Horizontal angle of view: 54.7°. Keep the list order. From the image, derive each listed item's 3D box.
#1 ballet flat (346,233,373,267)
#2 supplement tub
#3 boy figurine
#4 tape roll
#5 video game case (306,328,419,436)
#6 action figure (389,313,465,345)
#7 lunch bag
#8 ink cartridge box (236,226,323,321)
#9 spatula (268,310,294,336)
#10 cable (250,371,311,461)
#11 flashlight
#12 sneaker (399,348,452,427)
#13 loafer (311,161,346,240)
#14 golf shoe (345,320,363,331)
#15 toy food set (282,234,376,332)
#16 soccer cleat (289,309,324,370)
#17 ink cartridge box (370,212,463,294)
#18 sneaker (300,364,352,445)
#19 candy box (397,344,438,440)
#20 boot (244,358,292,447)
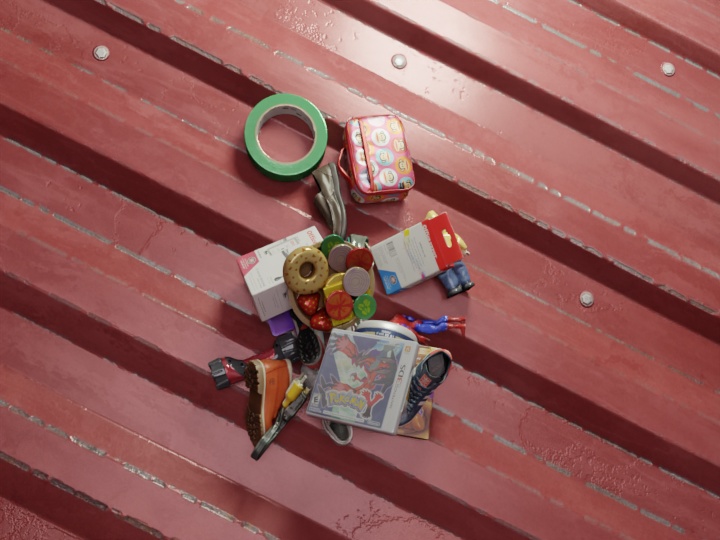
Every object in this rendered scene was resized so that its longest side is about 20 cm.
[{"bbox_3d":[0.000,0.000,1.569,0.062,0.068,0.204,4,52,-6],"label":"ballet flat"},{"bbox_3d":[0.037,0.222,1.453,0.141,0.145,0.204,14,65,-4],"label":"supplement tub"},{"bbox_3d":[0.191,-0.039,1.632,0.122,0.065,0.204,-24,81,-11],"label":"boy figurine"},{"bbox_3d":[-0.177,-0.315,1.653,0.195,0.048,0.206,1,78,-6],"label":"tape roll"},{"bbox_3d":[0.004,0.214,1.370,0.196,0.023,0.186,6,66,29],"label":"video game case"},{"bbox_3d":[0.140,0.129,1.588,0.194,0.066,0.053,4,118,8],"label":"action figure"},{"bbox_3d":[0.028,-0.262,1.642,0.172,0.082,0.205,-7,75,-15],"label":"lunch bag"},{"bbox_3d":[-0.157,0.003,1.537,0.196,0.084,0.147,-24,41,-10],"label":"ink cartridge box"},{"bbox_3d":[-0.115,0.090,1.587,0.196,0.021,0.058,-20,86,-14],"label":"spatula"},{"bbox_3d":[-0.171,0.307,1.473,0.050,0.097,0.201,39,75,5],"label":"cable"},{"bbox_3d":[-0.233,0.195,1.532,0.196,0.069,0.068,-23,45,-13],"label":"flashlight"},{"bbox_3d":[0.127,0.247,1.496,0.074,0.085,0.201,37,76,2],"label":"sneaker"},{"bbox_3d":[-0.074,-0.151,1.625,0.069,0.073,0.205,-10,70,-5],"label":"loafer"},{"bbox_3d":[-0.023,0.142,1.562,0.087,0.077,0.205,-19,92,-32],"label":"golf shoe"},{"bbox_3d":[-0.058,0.030,1.458,0.194,0.049,0.205,-18,102,-12],"label":"toy food set"},{"bbox_3d":[-0.114,0.123,1.541,0.067,0.074,0.204,-14,60,7],"label":"soccer cleat"},{"bbox_3d":[0.134,-0.038,1.576,0.197,0.067,0.119,-25,80,21],"label":"ink cartridge box"},{"bbox_3d":[-0.069,0.282,1.507,0.073,0.116,0.203,-27,81,-10],"label":"sneaker"},{"bbox_3d":[0.105,0.267,1.561,0.114,0.057,0.205,9,75,-4],"label":"candy box"},{"bbox_3d":[-0.192,0.288,1.503,0.105,0.074,0.206,-6,106,-40],"label":"boot"}]
